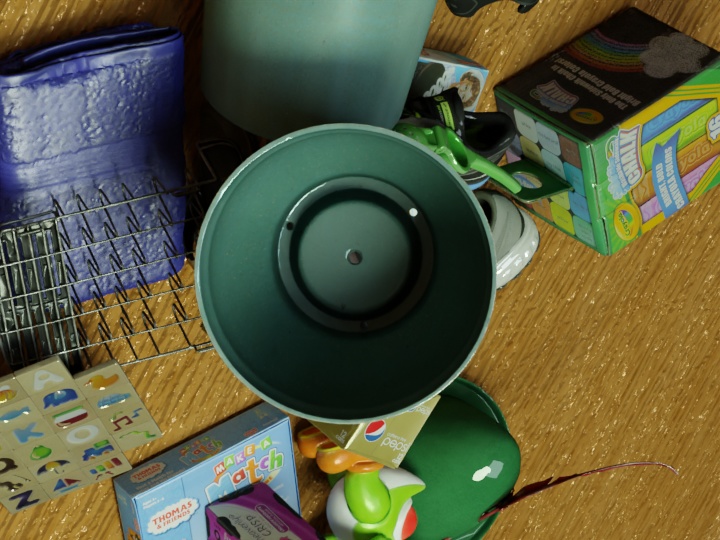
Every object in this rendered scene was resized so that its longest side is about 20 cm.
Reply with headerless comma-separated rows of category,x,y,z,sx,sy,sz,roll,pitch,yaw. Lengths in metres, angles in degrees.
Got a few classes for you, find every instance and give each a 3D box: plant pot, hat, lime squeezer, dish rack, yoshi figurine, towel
plant pot,-0.007,-0.004,1.523,0.200,0.134,0.200,0,96,2
hat,0.110,0.173,1.851,0.200,0.176,0.166,-48,115,-18
plant pot,-0.027,-0.205,1.542,0.200,0.200,0.196,-15,132,-34
lime squeezer,0.047,-0.076,1.613,0.200,0.038,0.071,-1,133,-29
dish rack,-0.165,0.001,1.565,0.200,0.055,0.153,-15,123,-14
yoshi figurine,-0.010,0.230,1.835,0.112,0.112,0.200,-34,113,-53
towel,-0.195,-0.074,1.573,0.148,0.050,0.200,-15,125,-25

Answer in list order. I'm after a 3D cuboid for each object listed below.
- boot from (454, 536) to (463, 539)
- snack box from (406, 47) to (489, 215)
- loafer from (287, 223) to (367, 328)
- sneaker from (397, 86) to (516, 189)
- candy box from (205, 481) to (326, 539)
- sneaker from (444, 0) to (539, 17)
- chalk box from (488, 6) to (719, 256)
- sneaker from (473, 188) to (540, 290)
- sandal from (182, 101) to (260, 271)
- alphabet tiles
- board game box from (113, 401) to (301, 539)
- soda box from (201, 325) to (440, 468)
boot,0.076,0.272,1.995,0.200,0.070,0.146,15,102,-45
snack box,0.018,-0.080,1.751,0.116,0.037,0.200,5,111,-40
loafer,0.000,0.000,1.712,0.063,0.072,0.200,-43,129,-13
sneaker,0.035,-0.109,1.660,0.200,0.071,0.083,5,142,-40
candy box,-0.062,0.291,1.787,0.061,0.136,0.200,-22,128,-28
sneaker,0.139,-0.257,1.733,0.200,0.070,0.100,-26,136,-22
chalk box,0.197,-0.105,1.828,0.200,0.125,0.124,-32,132,-20
sneaker,0.063,0.016,1.825,0.200,0.074,0.079,-54,139,-9
sandal,-0.105,-0.032,1.645,0.055,0.082,0.200,-22,127,-30
alphabet tiles,-0.237,0.122,1.607,0.166,0.006,0.200,-21,151,0
board game box,-0.118,0.222,1.821,0.151,0.037,0.200,-26,131,-27
soda box,-0.032,0.069,1.682,0.064,0.200,0.068,25,98,-46
